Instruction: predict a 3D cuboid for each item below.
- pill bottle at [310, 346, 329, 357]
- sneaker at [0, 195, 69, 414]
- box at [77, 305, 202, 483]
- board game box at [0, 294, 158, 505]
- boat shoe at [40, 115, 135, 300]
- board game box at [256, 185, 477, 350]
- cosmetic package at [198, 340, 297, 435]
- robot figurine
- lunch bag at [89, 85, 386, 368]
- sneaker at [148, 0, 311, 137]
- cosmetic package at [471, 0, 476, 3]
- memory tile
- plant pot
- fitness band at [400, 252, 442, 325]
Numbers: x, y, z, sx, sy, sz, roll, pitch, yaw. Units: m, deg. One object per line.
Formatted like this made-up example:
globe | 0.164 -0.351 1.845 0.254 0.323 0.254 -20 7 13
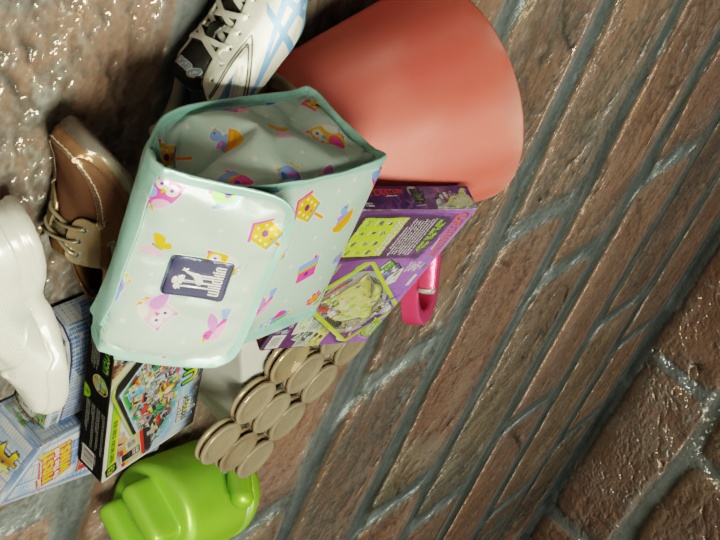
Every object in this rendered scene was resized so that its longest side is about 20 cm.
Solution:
pill bottle | -0.030 -0.008 1.222 0.110 0.110 0.202 -28 149 -43
sneaker | -0.273 0.038 0.895 0.088 0.075 0.202 -25 137 -24
box | -0.179 0.082 1.016 0.110 0.035 0.201 -32 152 -38
board game box | -0.247 0.113 1.063 0.199 0.062 0.202 -27 149 -46
boat shoe | -0.199 -0.035 0.905 0.072 0.076 0.201 -40 154 -18
board game box | 0.000 0.000 1.021 0.119 0.033 0.200 1 144 -34
cosmetic package | -0.120 0.069 1.172 0.081 0.113 0.201 -38 157 -27
robot figurine | -0.188 0.250 1.319 0.175 0.116 0.199 -42 165 28
lunch bag | -0.097 -0.028 0.873 0.199 0.122 0.172 -22 147 -48
sneaker | -0.096 -0.168 0.899 0.072 0.072 0.202 -3 127 -51
cosmetic package | 0.118 -0.335 1.018 0.200 0.087 0.103 -48 159 -4
memory tile | -0.073 0.114 1.168 0.200 0.017 0.153 -49 159 -2
plant pot | 0.010 -0.126 1.029 0.176 0.201 0.202 -24 149 -26
fitness band | 0.070 -0.043 1.254 0.144 0.037 0.203 -51 147 -77
